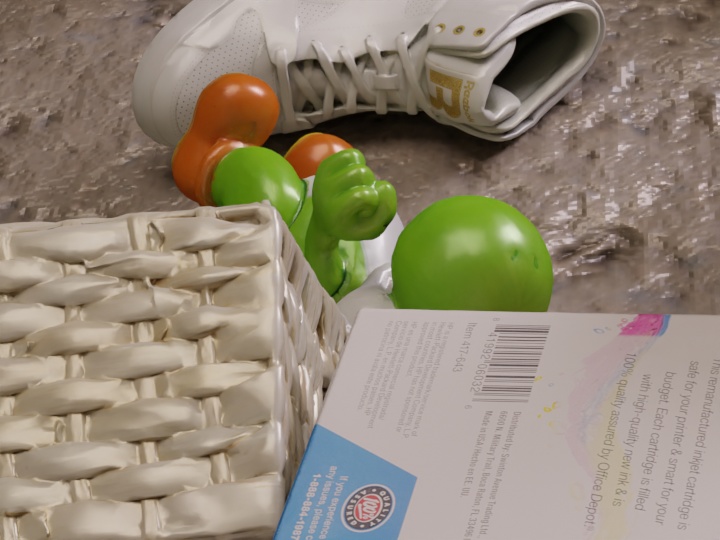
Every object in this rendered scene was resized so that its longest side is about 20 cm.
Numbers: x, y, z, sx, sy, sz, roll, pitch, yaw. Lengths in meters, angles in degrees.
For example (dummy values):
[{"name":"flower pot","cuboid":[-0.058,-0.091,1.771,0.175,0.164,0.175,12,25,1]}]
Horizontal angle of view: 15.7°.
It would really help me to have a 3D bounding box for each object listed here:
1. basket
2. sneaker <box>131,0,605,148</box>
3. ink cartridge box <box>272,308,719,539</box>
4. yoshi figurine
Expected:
[{"name":"basket","cuboid":[-0.103,0.065,0.880,0.199,0.124,0.136,-6,63,8]},{"name":"sneaker","cuboid":[0.008,-0.092,1.134,0.199,0.074,0.116,-25,35,-19]},{"name":"ink cartridge box","cuboid":[0.088,0.100,0.812,0.199,0.126,0.129,2,39,18]},{"name":"yoshi figurine","cuboid":[0.012,-0.010,1.000,0.112,0.113,0.200,-19,39,-20]}]
